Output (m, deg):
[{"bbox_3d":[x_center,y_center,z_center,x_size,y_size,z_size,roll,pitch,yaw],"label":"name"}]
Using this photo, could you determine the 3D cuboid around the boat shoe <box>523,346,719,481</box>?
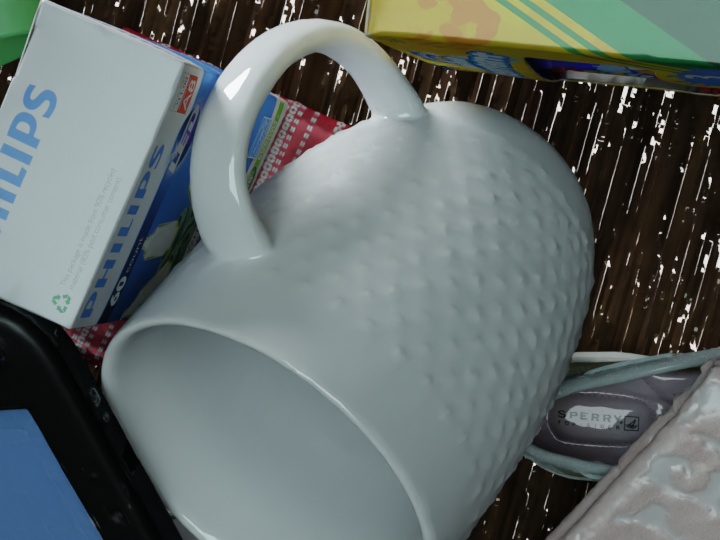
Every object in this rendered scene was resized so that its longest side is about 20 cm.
[{"bbox_3d":[0.161,0.063,0.827,0.202,0.065,0.075,2,93,10],"label":"boat shoe"}]

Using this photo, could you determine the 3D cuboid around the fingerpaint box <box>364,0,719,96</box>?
[{"bbox_3d":[0.102,-0.106,0.761,0.167,0.200,0.073,7,93,9],"label":"fingerpaint box"}]

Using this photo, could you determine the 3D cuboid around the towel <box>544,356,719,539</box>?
[{"bbox_3d":[0.159,0.162,0.816,0.200,0.032,0.191,38,107,-8],"label":"towel"}]

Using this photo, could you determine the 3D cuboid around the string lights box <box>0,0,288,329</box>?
[{"bbox_3d":[-0.091,-0.038,0.779,0.059,0.200,0.103,24,95,7],"label":"string lights box"}]

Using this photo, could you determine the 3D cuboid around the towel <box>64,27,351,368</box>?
[{"bbox_3d":[-0.050,-0.006,0.886,0.200,0.022,0.145,25,95,7],"label":"towel"}]

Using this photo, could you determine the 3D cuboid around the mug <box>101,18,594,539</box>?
[{"bbox_3d":[0.000,0.000,0.764,0.148,0.175,0.200,2,130,41],"label":"mug"}]

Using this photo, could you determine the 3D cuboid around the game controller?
[{"bbox_3d":[-0.127,0.092,0.782,0.104,0.042,0.200,-11,121,22],"label":"game controller"}]

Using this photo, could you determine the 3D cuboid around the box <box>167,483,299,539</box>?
[{"bbox_3d":[-0.044,0.191,0.862,0.117,0.060,0.200,-15,92,19],"label":"box"}]

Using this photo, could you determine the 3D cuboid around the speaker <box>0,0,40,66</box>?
[{"bbox_3d":[-0.202,-0.185,0.873,0.088,0.088,0.200,-20,89,11],"label":"speaker"}]
